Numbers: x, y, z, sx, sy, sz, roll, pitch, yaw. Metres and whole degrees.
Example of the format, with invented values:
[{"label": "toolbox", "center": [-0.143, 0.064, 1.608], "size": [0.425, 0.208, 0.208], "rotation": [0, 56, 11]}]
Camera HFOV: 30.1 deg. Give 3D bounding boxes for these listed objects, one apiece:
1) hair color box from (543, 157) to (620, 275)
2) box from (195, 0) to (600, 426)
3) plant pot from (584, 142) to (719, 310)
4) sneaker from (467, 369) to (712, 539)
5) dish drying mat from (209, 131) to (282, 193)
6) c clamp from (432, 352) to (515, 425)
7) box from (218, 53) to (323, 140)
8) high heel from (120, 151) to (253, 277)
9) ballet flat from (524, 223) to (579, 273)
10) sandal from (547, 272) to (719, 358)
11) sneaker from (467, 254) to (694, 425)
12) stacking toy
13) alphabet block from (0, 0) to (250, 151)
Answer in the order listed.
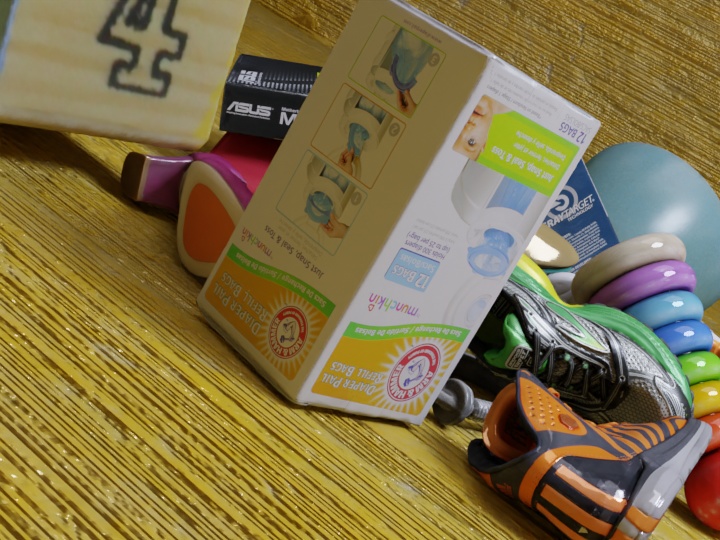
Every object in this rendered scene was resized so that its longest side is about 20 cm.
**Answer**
[{"label": "hair color box", "center": [0.157, -0.048, 1.077], "size": [0.201, 0.060, 0.100], "rotation": [60, 1, -28]}, {"label": "box", "center": [0.018, -0.030, 0.723], "size": [0.112, 0.201, 0.101], "rotation": [19, 15, -49]}, {"label": "plant pot", "center": [0.265, -0.013, 1.383], "size": [0.200, 0.201, 0.134], "rotation": [35, 50, 29]}, {"label": "sneaker", "center": [0.130, 0.097, 0.759], "size": [0.112, 0.078, 0.200], "rotation": [33, 12, 16]}, {"label": "dish drying mat", "center": [-0.027, -0.060, 1.072], "size": [0.199, 0.018, 0.077], "rotation": [23, 41, 8]}, {"label": "c clamp", "center": [0.086, 0.081, 0.849], "size": [0.199, 0.027, 0.171], "rotation": [21, 14, -39]}, {"label": "box", "center": [-0.018, -0.140, 1.140], "size": [0.192, 0.048, 0.200], "rotation": [11, 15, -4]}, {"label": "high heel", "center": [-0.078, -0.034, 0.853], "size": [0.095, 0.068, 0.200], "rotation": [9, 7, -32]}, {"label": "ballet flat", "center": [0.067, -0.037, 0.994], "size": [0.198, 0.064, 0.069], "rotation": [5, 14, -2]}, {"label": "sandal", "center": [0.218, 0.048, 1.028], "size": [0.206, 0.079, 0.059], "rotation": [32, 30, -16]}, {"label": "sneaker", "center": [0.122, 0.056, 0.865], "size": [0.199, 0.078, 0.085], "rotation": [31, 30, 8]}, {"label": "stacking toy", "center": [0.217, 0.079, 0.905], "size": [0.085, 0.085, 0.201], "rotation": [13, 51, -54]}, {"label": "alphabet block", "center": [-0.202, -0.203, 0.865], "size": [0.195, 0.198, 0.200], "rotation": [26, 13, 30]}]
